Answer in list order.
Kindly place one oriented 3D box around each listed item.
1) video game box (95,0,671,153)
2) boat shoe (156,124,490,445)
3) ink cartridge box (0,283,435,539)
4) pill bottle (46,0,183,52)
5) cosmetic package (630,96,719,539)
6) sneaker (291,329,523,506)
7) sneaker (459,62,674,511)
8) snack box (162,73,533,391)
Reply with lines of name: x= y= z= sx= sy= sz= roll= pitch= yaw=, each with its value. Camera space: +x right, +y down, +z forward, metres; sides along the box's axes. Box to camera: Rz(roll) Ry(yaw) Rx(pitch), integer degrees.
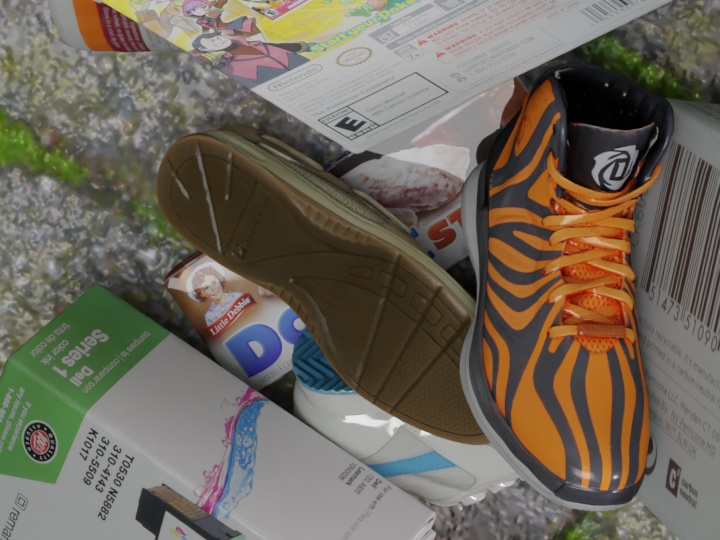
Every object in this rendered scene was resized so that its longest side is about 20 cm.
video game box: x=0.020 y=-0.130 z=0.949 sx=0.199 sy=0.182 sz=0.047 roll=-24 pitch=60 yaw=29
boat shoe: x=0.000 y=0.000 z=1.101 sx=0.199 sy=0.065 sz=0.072 roll=36 pitch=118 yaw=11
ink cartridge box: x=-0.085 y=0.127 z=1.136 sx=0.199 sy=0.084 sz=0.145 roll=34 pitch=126 yaw=10
pill bottle: x=-0.035 y=-0.151 z=1.073 sx=0.198 sy=0.110 sz=0.111 roll=0 pitch=107 yaw=7
cosmetic package: x=0.224 y=0.032 z=1.034 sx=0.198 sy=0.165 sz=0.166 roll=5 pitch=107 yaw=-19
sneaker: x=0.067 y=0.066 z=1.152 sx=0.198 sy=0.077 sz=0.081 roll=2 pitch=130 yaw=2
sneaker: x=0.089 y=-0.006 z=1.009 sx=0.077 sy=0.201 sz=0.112 roll=4 pitch=140 yaw=-19
snack box: x=0.006 y=-0.021 z=1.151 sx=0.199 sy=0.024 sz=0.072 roll=-33 pitch=99 yaw=15
